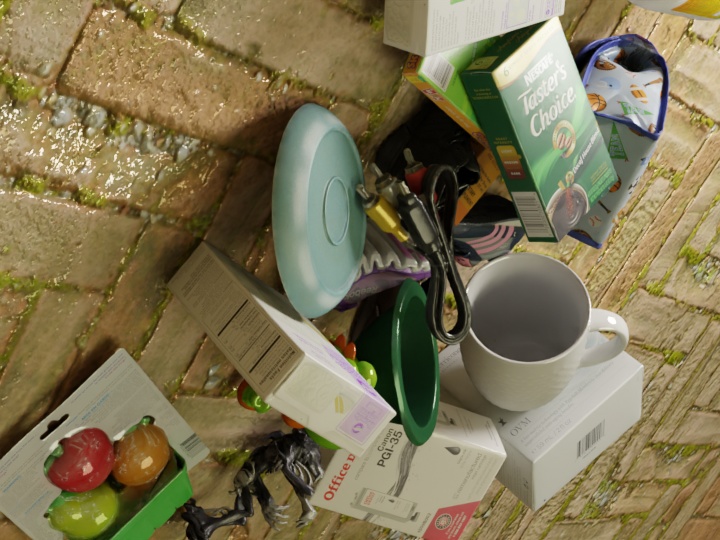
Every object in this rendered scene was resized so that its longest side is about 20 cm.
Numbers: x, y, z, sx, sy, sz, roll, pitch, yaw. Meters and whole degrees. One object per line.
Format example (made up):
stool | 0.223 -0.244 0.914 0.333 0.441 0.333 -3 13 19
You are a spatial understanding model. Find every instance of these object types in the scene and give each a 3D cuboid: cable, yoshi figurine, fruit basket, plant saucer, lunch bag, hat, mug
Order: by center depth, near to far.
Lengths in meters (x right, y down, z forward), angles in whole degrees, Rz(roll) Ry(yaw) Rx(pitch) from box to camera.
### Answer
plant saucer | -0.032 -0.055 1.460 0.200 0.027 0.201 1 90 -69
fruit basket | -0.255 0.186 1.508 0.185 0.094 0.200 -44 134 -11
cable | 0.069 -0.027 1.544 0.097 0.050 0.200 -36 119 -22
yoshi figurine | -0.051 0.135 1.579 0.112 0.112 0.200 -30 -173 -28
hat | -0.018 0.108 1.640 0.166 0.176 0.200 -70 151 -52
lunch bag | 0.264 -0.156 1.749 0.170 0.124 0.200 -64 179 39
mug | 0.214 0.083 1.833 0.199 0.148 0.175 -4 150 -1

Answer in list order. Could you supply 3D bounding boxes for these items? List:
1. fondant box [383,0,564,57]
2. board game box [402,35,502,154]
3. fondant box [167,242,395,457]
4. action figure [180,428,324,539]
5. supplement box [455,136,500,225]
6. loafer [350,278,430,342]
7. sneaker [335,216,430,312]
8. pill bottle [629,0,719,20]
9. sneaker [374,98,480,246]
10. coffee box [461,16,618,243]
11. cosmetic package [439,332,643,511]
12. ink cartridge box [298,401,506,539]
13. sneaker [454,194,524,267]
fondant box | 0.111 -0.290 1.442 0.200 0.058 0.145 -23 126 -41
board game box | 0.124 -0.182 1.545 0.200 0.030 0.096 35 69 -38
fondant box | -0.074 0.072 1.441 0.058 0.200 0.144 -49 135 4
action figure | -0.100 0.244 1.736 0.200 0.102 0.119 -35 179 -20
supplement box | 0.133 -0.149 1.655 0.200 0.069 0.067 -52 152 -4
loafer | 0.041 0.056 1.755 0.073 0.071 0.200 -28 144 -34
sneaker | 0.000 0.000 1.632 0.200 0.081 0.089 -9 138 -37
pill bottle | 0.338 -0.331 1.683 0.200 0.111 0.111 -4 127 -52
sneaker | 0.092 -0.124 1.588 0.200 0.104 0.060 -49 151 -2
coffee box | 0.180 -0.141 1.556 0.123 0.044 0.200 -43 121 -34
cosmetic package | 0.215 0.153 1.973 0.199 0.200 0.123 -38 146 -22
ink cartridge box | 0.046 0.223 1.836 0.200 0.083 0.147 19 112 -20
sneaker | 0.121 -0.037 1.761 0.200 0.070 0.082 0 122 -52
